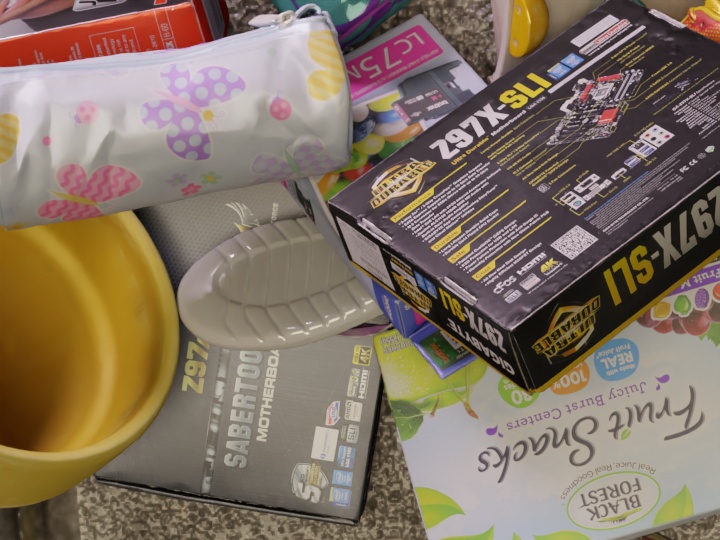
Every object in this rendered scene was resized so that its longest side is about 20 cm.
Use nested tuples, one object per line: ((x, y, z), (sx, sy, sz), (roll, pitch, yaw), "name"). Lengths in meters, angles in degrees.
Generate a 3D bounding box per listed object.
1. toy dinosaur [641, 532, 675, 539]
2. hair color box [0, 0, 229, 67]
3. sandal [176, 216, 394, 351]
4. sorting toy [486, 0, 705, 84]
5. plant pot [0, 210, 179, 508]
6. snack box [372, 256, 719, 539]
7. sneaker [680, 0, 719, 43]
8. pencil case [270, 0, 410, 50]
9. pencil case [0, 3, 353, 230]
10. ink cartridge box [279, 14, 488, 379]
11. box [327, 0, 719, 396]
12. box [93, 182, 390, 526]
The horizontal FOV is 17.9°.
((0.143, 0.114, 1.309), (0.200, 0.105, 0.182), (26, 113, 35), "toy dinosaur")
((-0.178, -0.124, 1.268), (0.200, 0.102, 0.061), (-12, 120, 7), "hair color box")
((0.001, 0.006, 1.248), (0.202, 0.083, 0.050), (-16, 140, 3), "sandal")
((0.148, -0.198, 1.246), (0.180, 0.107, 0.200), (-10, 98, -12), "sorting toy")
((-0.230, 0.049, 1.250), (0.201, 0.201, 0.189), (50, 135, -3), "plant pot")
((0.122, 0.074, 1.211), (0.200, 0.053, 0.142), (-18, 82, 14), "snack box")
((0.190, -0.107, 1.225), (0.200, 0.073, 0.077), (-26, 81, 46), "sneaker")
((-0.052, -0.212, 1.257), (0.200, 0.085, 0.092), (53, 138, -4), "pencil case")
((-0.102, -0.078, 1.180), (0.200, 0.083, 0.091), (-12, 140, -8), "pencil case")
((0.036, -0.044, 1.221), (0.119, 0.042, 0.200), (-30, 55, -11), "ink cartridge box")
((0.108, -0.044, 1.128), (0.200, 0.160, 0.049), (-37, 128, -15), "box")
((-0.061, 0.035, 1.310), (0.158, 0.051, 0.200), (10, 98, 4), "box")
